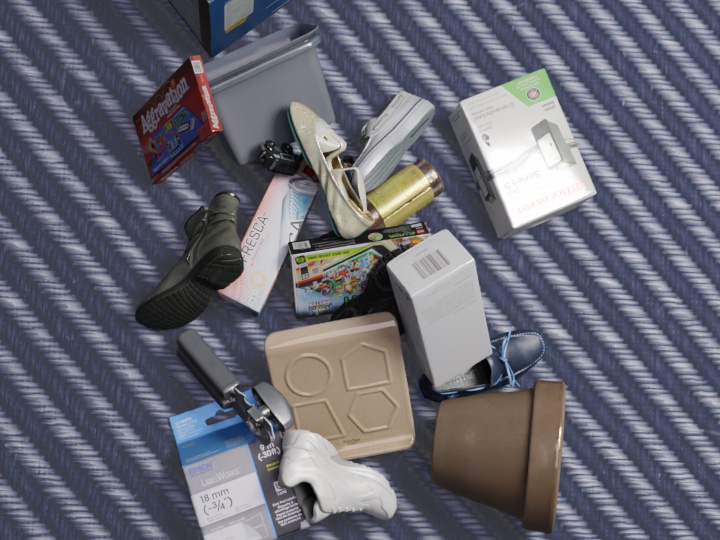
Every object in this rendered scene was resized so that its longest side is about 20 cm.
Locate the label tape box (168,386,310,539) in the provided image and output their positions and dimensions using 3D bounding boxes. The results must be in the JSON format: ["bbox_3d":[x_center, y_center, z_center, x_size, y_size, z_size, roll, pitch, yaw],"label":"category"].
[{"bbox_3d":[-0.167,0.274,1.371,0.142,0.063,0.203,-18,85,-11],"label":"label tape box"}]

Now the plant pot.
[{"bbox_3d":[0.187,0.242,1.376,0.171,0.200,0.204,6,80,10],"label":"plant pot"}]

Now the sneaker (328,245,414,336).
[{"bbox_3d":[0.042,0.045,1.402,0.200,0.090,0.077,-43,44,20],"label":"sneaker"}]

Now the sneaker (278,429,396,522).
[{"bbox_3d":[-0.037,0.299,1.353,0.199,0.078,0.101,34,58,-23],"label":"sneaker"}]

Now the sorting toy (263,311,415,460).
[{"bbox_3d":[-0.026,0.163,1.382,0.181,0.037,0.204,-10,110,0],"label":"sorting toy"}]

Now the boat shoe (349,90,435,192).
[{"bbox_3d":[0.031,-0.187,1.454,0.066,0.074,0.200,31,51,14],"label":"boat shoe"}]

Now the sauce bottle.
[{"bbox_3d":[0.026,-0.084,1.450,0.198,0.065,0.065,-34,87,-12],"label":"sauce bottle"}]

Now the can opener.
[{"bbox_3d":[-0.169,0.153,1.368,0.066,0.054,0.200,-30,63,-31],"label":"can opener"}]

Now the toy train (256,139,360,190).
[{"bbox_3d":[-0.056,-0.146,1.421,0.197,0.034,0.046,6,48,-36],"label":"toy train"}]

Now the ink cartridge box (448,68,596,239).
[{"bbox_3d":[0.237,-0.169,1.482,0.143,0.084,0.203,-22,85,-11],"label":"ink cartridge box"}]

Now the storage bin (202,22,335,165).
[{"bbox_3d":[-0.138,-0.246,1.426,0.197,0.145,0.136,-26,113,-11],"label":"storage bin"}]

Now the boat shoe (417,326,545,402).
[{"bbox_3d":[0.181,0.143,1.436,0.198,0.069,0.085,-27,86,-11],"label":"boat shoe"}]

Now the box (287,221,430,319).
[{"bbox_3d":[0.000,0.000,1.417,0.196,0.035,0.112,-9,124,-9],"label":"box"}]

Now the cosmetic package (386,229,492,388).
[{"bbox_3d":[0.107,0.054,1.340,0.101,0.202,0.074,-28,48,-11],"label":"cosmetic package"}]

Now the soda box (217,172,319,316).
[{"bbox_3d":[-0.130,-0.040,1.422,0.068,0.064,0.203,25,80,-3],"label":"soda box"}]

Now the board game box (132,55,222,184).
[{"bbox_3d":[-0.251,-0.200,1.366,0.019,0.199,0.105,-12,81,-37],"label":"board game box"}]

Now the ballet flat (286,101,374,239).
[{"bbox_3d":[-0.035,-0.143,1.371,0.062,0.067,0.203,-21,95,23],"label":"ballet flat"}]

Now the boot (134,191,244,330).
[{"bbox_3d":[-0.232,-0.012,1.398,0.199,0.067,0.132,-35,42,24],"label":"boot"}]

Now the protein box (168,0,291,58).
[{"bbox_3d":[-0.172,-0.437,1.404,0.198,0.200,0.136,-38,88,-11],"label":"protein box"}]
